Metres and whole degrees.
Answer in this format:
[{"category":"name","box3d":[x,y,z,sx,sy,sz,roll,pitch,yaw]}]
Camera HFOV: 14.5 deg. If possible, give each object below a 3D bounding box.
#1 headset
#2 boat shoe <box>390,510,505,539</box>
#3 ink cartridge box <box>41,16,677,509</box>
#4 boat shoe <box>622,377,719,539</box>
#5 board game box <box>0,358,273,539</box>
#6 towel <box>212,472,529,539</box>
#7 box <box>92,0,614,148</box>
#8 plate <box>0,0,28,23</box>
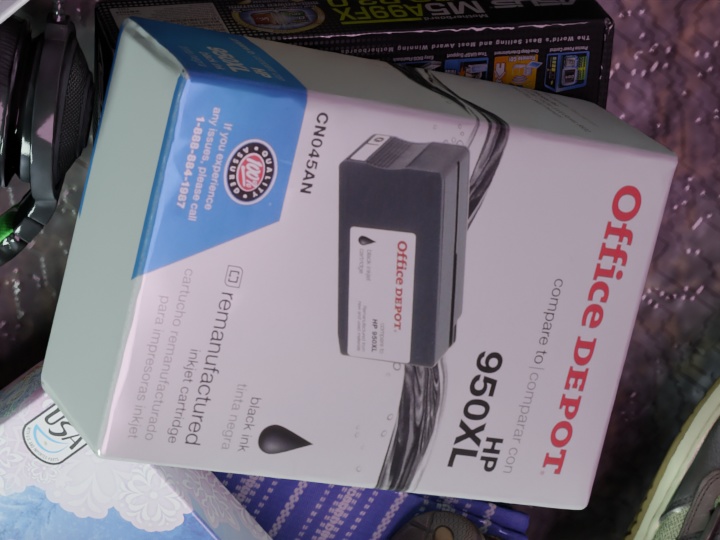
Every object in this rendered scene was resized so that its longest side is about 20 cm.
[{"category":"headset","box3d":[-0.145,-0.085,1.030,0.123,0.094,0.200,33,118,-16]},{"category":"boat shoe","box3d":[0.013,0.196,1.201,0.073,0.075,0.200,24,113,-25]},{"category":"ink cartridge box","box3d":[0.000,0.000,1.037,0.199,0.084,0.145,8,104,-24]},{"category":"boat shoe","box3d":[0.150,0.118,1.190,0.201,0.066,0.072,-56,152,-2]},{"category":"board game box","box3d":[-0.124,0.155,1.130,0.199,0.043,0.200,-35,109,17]},{"category":"towel","box3d":[-0.040,0.132,1.206,0.199,0.024,0.145,21,112,-24]},{"category":"box","box3d":[-0.006,-0.029,1.110,0.199,0.044,0.161,-4,118,-15]},{"category":"plate","box3d":[-0.134,-0.195,0.948,0.199,0.032,0.200,-36,92,6]}]
